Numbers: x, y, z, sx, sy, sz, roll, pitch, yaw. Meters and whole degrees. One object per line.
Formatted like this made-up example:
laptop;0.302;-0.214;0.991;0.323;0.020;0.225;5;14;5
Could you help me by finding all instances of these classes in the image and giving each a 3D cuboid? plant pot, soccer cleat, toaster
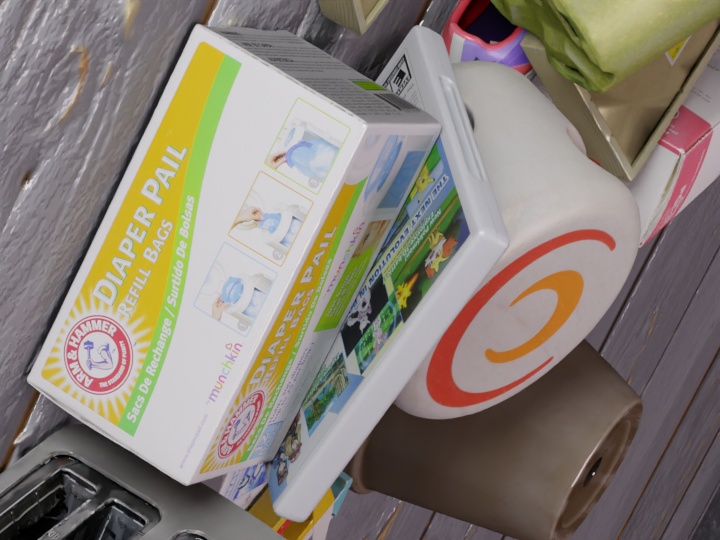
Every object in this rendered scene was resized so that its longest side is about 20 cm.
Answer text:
plant pot;0.088;0.094;1.747;0.200;0.173;0.200;-51;162;-23
soccer cleat;0.115;-0.183;1.543;0.200;0.068;0.073;-50;161;-18
plant pot;0.156;-0.202;1.406;0.184;0.200;0.200;-41;160;-7
toaster;-0.125;0.191;1.296;0.200;0.180;0.119;-37;152;-48

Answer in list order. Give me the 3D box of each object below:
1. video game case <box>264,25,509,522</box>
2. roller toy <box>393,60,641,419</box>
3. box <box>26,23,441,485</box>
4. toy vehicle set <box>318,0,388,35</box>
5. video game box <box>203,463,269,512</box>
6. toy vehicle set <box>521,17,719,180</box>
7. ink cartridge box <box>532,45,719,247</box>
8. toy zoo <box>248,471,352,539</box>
video game case;0.000;0.000;1.343;0.200;0.022;0.183;-54;-151;28
roller toy;0.057;-0.022;1.486;0.199;0.140;0.183;-12;142;-41
box;-0.061;-0.008;1.276;0.201;0.101;0.112;-63;163;13
toy vehicle set;0.039;-0.228;1.317;0.200;0.026;0.124;-54;162;-15
video game box;-0.062;0.112;1.572;0.182;0.047;0.201;-31;148;-60
toy vehicle set;0.178;-0.169;1.550;0.200;0.026;0.124;-56;138;-20
ink cartridge box;0.181;-0.117;1.695;0.200;0.146;0.083;-37;154;-50
toy zoo;-0.071;0.193;1.576;0.200;0.020;0.131;-50;162;-25
